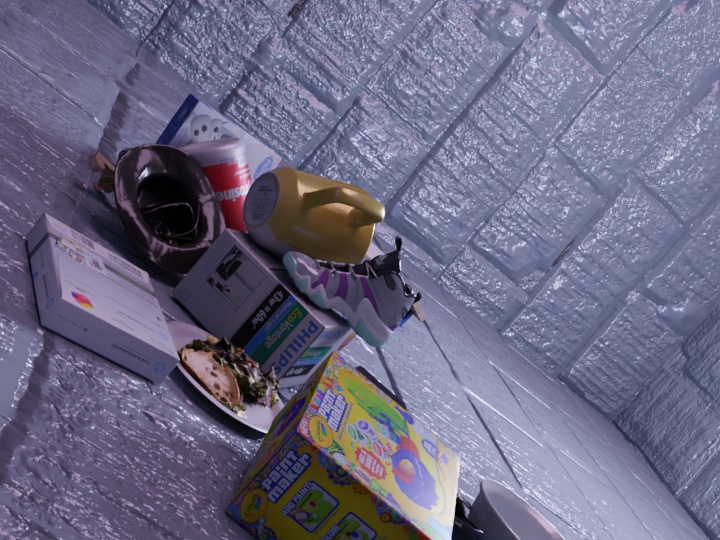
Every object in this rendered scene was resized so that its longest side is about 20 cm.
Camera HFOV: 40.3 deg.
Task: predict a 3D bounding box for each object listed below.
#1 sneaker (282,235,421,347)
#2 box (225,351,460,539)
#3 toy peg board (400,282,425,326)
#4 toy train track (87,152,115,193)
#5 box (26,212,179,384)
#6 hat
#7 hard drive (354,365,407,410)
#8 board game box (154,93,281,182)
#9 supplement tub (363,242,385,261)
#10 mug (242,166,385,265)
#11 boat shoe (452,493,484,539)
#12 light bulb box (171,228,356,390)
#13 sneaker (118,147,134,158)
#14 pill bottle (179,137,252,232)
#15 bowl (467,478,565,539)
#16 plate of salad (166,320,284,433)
[{"bbox_3d":[0.000,0.000,1.344,0.200,0.140,0.078,37,11,-29],"label":"sneaker"},{"bbox_3d":[-0.009,0.221,1.022,0.192,0.122,0.200,39,19,-5],"label":"box"},{"bbox_3d":[0.043,0.051,2.337,0.200,0.098,0.199,45,-6,22],"label":"toy peg board"},{"bbox_3d":[-0.340,-0.098,1.492,0.114,0.033,0.200,-10,-45,42],"label":"toy train track"},{"bbox_3d":[-0.293,0.029,1.105,0.155,0.041,0.200,34,10,-35],"label":"box"},{"bbox_3d":[-0.290,-0.079,1.423,0.199,0.081,0.202,21,58,-36],"label":"hat"},{"bbox_3d":[0.017,0.211,1.526,0.135,0.042,0.200,41,9,1],"label":"hard drive"},{"bbox_3d":[-0.260,-0.156,1.617,0.199,0.201,0.043,32,6,-44],"label":"board game box"},{"bbox_3d":[-0.043,0.040,1.589,0.132,0.200,0.132,39,8,-7],"label":"supplement tub"},{"bbox_3d":[-0.071,-0.085,1.382,0.152,0.187,0.150,22,35,-39],"label":"mug"},{"bbox_3d":[0.112,0.321,1.307,0.075,0.062,0.200,32,5,-15],"label":"boat shoe"},{"bbox_3d":[-0.126,0.057,1.399,0.200,0.125,0.198,44,9,13],"label":"light bulb box"},{"bbox_3d":[-0.388,-0.176,1.666,0.087,0.075,0.200,25,-1,7],"label":"sneaker"},{"bbox_3d":[-0.219,-0.099,1.537,0.112,0.111,0.202,-105,-174,-75],"label":"pill bottle"},{"bbox_3d":[0.212,0.388,1.340,0.201,0.091,0.201,41,9,-8],"label":"bowl"},{"bbox_3d":[-0.158,0.123,1.199,0.200,0.048,0.200,39,9,-7],"label":"plate of salad"}]
